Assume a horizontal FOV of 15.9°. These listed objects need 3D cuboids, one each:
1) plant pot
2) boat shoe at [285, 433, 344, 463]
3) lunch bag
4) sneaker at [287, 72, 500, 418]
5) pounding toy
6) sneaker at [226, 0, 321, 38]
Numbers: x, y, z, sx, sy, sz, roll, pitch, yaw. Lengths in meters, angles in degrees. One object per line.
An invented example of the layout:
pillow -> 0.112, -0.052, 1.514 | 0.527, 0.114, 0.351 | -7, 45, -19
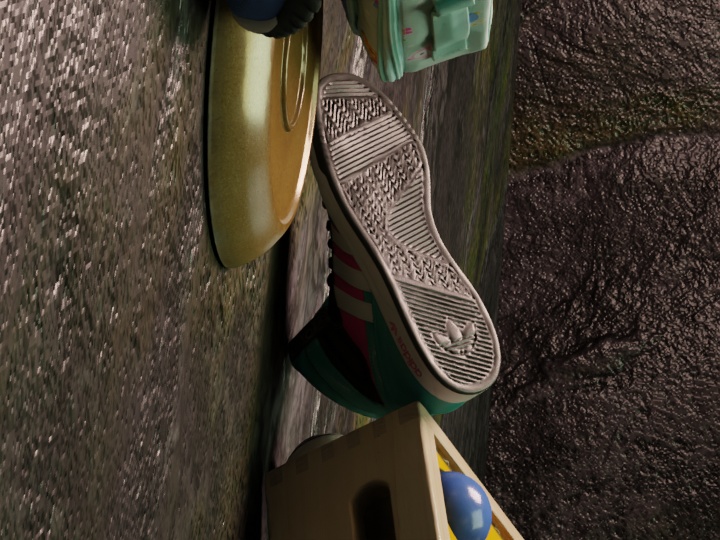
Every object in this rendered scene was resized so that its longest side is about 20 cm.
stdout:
plant pot -> -0.042, -0.100, 1.236 | 0.200, 0.027, 0.202 | 4, 90, -83
boat shoe -> -0.016, 0.142, 1.542 | 0.201, 0.074, 0.093 | 74, -7, -47
lunch bag -> 0.016, -0.185, 1.268 | 0.200, 0.077, 0.161 | 77, -2, -77
sneaker -> 0.000, 0.000, 1.457 | 0.121, 0.083, 0.201 | -41, -114, 50
pounding toy -> 0.059, 0.204, 1.379 | 0.184, 0.142, 0.201 | 53, 17, -35
sneaker -> -0.035, -0.169, 1.058 | 0.200, 0.076, 0.076 | 111, -11, -58
